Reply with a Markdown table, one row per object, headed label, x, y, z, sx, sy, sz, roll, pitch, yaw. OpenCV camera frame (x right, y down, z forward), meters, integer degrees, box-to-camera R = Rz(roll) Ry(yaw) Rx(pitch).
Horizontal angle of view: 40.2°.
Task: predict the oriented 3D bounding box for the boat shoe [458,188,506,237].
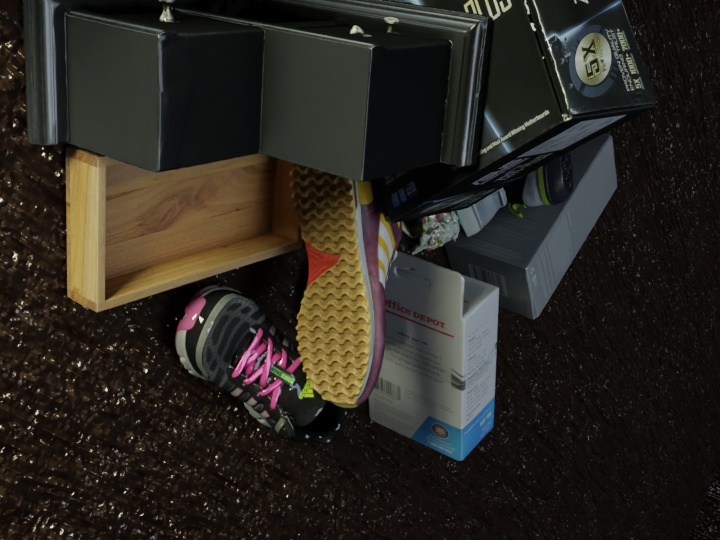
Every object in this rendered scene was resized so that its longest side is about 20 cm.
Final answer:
| label | x | y | z | sx | sy | sz | roll | pitch | yaw |
| --- | --- | --- | --- | --- | --- | --- | --- | --- | --- |
| boat shoe | 0.096 | -0.111 | 0.916 | 0.071 | 0.070 | 0.202 | -36 | 146 | -5 |

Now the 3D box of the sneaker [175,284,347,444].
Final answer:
| label | x | y | z | sx | sy | sz | roll | pitch | yaw |
| --- | --- | --- | --- | --- | --- | --- | --- | --- | --- |
| sneaker | -0.068 | 0.080 | 0.768 | 0.074 | 0.086 | 0.201 | -58 | 144 | -18 |

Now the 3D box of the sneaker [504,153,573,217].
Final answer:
| label | x | y | z | sx | sy | sz | roll | pitch | yaw |
| --- | --- | --- | --- | --- | --- | --- | --- | --- | --- |
| sneaker | 0.165 | -0.157 | 1.008 | 0.071 | 0.081 | 0.204 | 30 | 55 | -58 |

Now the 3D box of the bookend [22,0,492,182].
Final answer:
| label | x | y | z | sx | sy | sz | roll | pitch | yaw |
| --- | --- | --- | --- | --- | --- | --- | --- | --- | --- |
| bookend | -0.059 | -0.114 | 0.584 | 0.198 | 0.196 | 0.094 | -19 | 121 | -48 |

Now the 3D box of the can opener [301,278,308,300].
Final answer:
| label | x | y | z | sx | sy | sz | roll | pitch | yaw |
| --- | --- | --- | --- | --- | --- | --- | --- | --- | --- |
| can opener | -0.011 | -0.035 | 0.826 | 0.066 | 0.052 | 0.204 | -21 | 122 | -48 |

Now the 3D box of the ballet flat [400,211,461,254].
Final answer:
| label | x | y | z | sx | sy | sz | roll | pitch | yaw |
| --- | --- | --- | --- | --- | --- | --- | --- | --- | --- |
| ballet flat | 0.039 | -0.085 | 0.865 | 0.063 | 0.076 | 0.201 | -34 | 133 | -8 |

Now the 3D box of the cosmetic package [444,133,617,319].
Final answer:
| label | x | y | z | sx | sy | sz | roll | pitch | yaw |
| --- | --- | --- | --- | --- | --- | --- | --- | --- | --- |
| cosmetic package | 0.186 | -0.062 | 1.054 | 0.201 | 0.106 | 0.091 | -50 | 141 | -26 |

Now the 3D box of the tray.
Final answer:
| label | x | y | z | sx | sy | sz | roll | pitch | yaw |
| --- | --- | --- | --- | --- | --- | --- | --- | --- | --- |
| tray | -0.114 | -0.047 | 0.685 | 0.198 | 0.037 | 0.101 | -20 | 122 | -49 |

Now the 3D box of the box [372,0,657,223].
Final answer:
| label | x | y | z | sx | sy | sz | roll | pitch | yaw |
| --- | --- | --- | --- | --- | --- | --- | --- | --- | --- |
| box | 0.077 | -0.145 | 0.667 | 0.085 | 0.199 | 0.167 | -12 | 82 | -35 |

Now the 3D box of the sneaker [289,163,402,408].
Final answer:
| label | x | y | z | sx | sy | sz | roll | pitch | yaw |
| --- | --- | --- | --- | --- | --- | --- | --- | --- | --- |
| sneaker | 0.000 | 0.000 | 0.752 | 0.090 | 0.074 | 0.204 | -12 | 102 | -55 |

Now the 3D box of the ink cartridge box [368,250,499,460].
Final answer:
| label | x | y | z | sx | sy | sz | roll | pitch | yaw |
| --- | --- | --- | --- | --- | --- | --- | --- | --- | --- |
| ink cartridge box | 0.067 | 0.064 | 0.932 | 0.066 | 0.114 | 0.203 | -32 | 131 | -43 |
